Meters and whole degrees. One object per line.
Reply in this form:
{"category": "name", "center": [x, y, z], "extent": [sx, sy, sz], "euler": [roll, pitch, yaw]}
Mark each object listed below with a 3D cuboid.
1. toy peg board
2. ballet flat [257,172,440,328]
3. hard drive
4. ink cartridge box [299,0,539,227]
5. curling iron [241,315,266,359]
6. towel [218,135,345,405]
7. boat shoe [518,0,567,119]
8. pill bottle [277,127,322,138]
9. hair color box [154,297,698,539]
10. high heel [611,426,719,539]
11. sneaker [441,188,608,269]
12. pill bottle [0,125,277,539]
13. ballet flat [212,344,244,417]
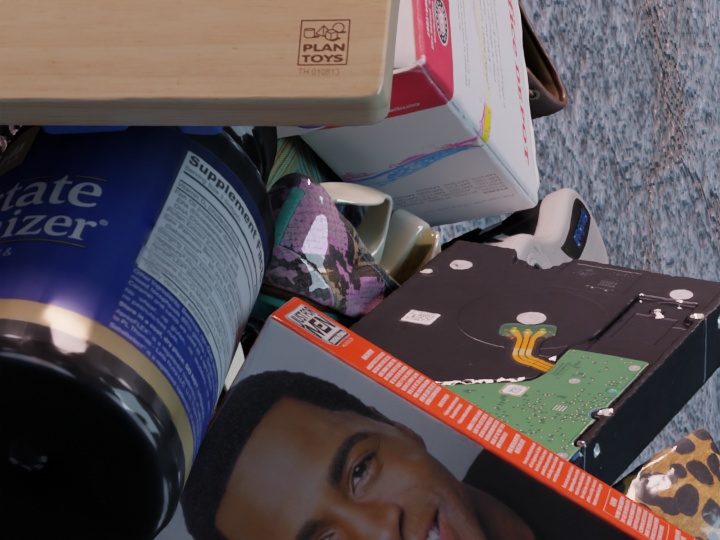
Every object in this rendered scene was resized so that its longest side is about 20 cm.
{"category": "toy peg board", "center": [-0.075, -0.124, 1.072], "extent": [0.098, 0.199, 0.200], "euler": [73, 20, -61]}
{"category": "ballet flat", "center": [0.000, 0.000, 1.302], "extent": [0.072, 0.069, 0.200], "euler": [-66, 158, -5]}
{"category": "hard drive", "center": [0.060, 0.047, 1.213], "extent": [0.200, 0.139, 0.038], "euler": [-38, 131, -56]}
{"category": "ink cartridge box", "center": [0.017, -0.120, 1.381], "extent": [0.200, 0.085, 0.149], "euler": [48, 34, -65]}
{"category": "curling iron", "center": [-0.068, 0.111, 1.194], "extent": [0.026, 0.049, 0.201], "euler": [29, 69, -42]}
{"category": "towel", "center": [-0.056, -0.047, 1.304], "extent": [0.200, 0.022, 0.147], "euler": [-61, 140, -58]}
{"category": "boat shoe", "center": [0.062, -0.159, 1.553], "extent": [0.072, 0.072, 0.201], "euler": [-70, 146, -48]}
{"category": "pill bottle", "center": [-0.049, -0.164, 1.208], "extent": [0.120, 0.119, 0.201], "euler": [31, 51, -63]}
{"category": "hair color box", "center": [0.032, 0.105, 1.078], "extent": [0.102, 0.199, 0.061], "euler": [-61, 175, 10]}
{"category": "high heel", "center": [0.055, 0.107, 1.184], "extent": [0.071, 0.199, 0.143], "euler": [129, -20, -68]}
{"category": "sneaker", "center": [0.055, 0.026, 1.428], "extent": [0.073, 0.111, 0.200], "euler": [63, 19, -7]}
{"category": "pill bottle", "center": [-0.095, 0.005, 1.074], "extent": [0.201, 0.111, 0.112], "euler": [-71, 147, -47]}
{"category": "ballet flat", "center": [-0.077, 0.080, 1.158], "extent": [0.071, 0.070, 0.201], "euler": [41, 47, -58]}
